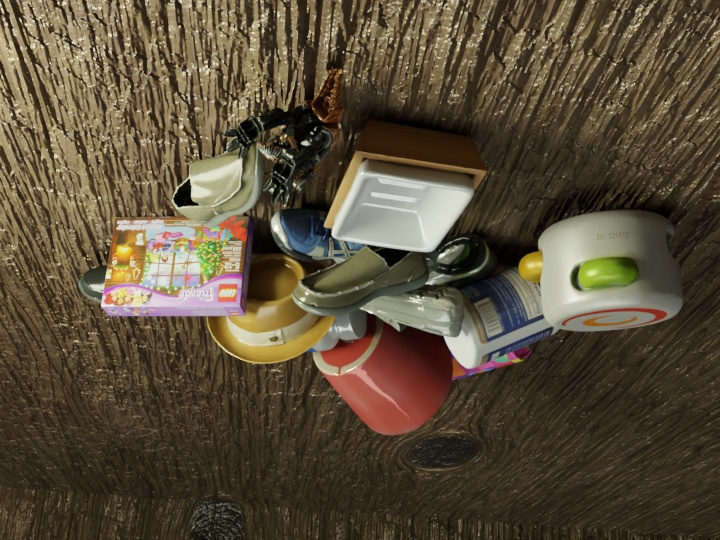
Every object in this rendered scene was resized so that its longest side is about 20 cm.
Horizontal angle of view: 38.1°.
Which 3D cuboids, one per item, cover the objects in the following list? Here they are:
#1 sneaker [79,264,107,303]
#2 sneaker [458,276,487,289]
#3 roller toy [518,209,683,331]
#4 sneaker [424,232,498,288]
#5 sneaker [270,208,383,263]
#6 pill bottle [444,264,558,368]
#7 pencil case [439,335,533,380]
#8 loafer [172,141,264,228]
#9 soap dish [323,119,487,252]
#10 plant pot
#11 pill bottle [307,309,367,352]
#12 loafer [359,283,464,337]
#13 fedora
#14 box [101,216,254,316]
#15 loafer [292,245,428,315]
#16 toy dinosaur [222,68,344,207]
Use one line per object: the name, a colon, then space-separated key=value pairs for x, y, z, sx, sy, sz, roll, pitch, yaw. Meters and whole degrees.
sneaker: x=-0.333 y=0.000 z=1.582 sx=0.197 sy=0.074 sz=0.082 roll=-4 pitch=139 yaw=3
sneaker: x=0.118 y=0.054 z=1.616 sx=0.197 sy=0.077 sz=0.114 roll=-13 pitch=146 yaw=21
roller toy: x=0.327 y=-0.002 z=1.384 sx=0.180 sy=0.142 sz=0.200 roll=5 pitch=163 yaw=-26
sneaker: x=0.112 y=0.005 z=1.516 sx=0.198 sy=0.075 sz=0.081 roll=-12 pitch=155 yaw=35
sneaker: x=-0.035 y=-0.052 z=1.415 sx=0.198 sy=0.077 sz=0.077 roll=11 pitch=151 yaw=-40
pill bottle: x=0.220 y=0.055 z=1.496 sx=0.198 sy=0.112 sz=0.111 roll=-21 pitch=161 yaw=-15
pencil case: x=0.203 y=0.129 z=1.773 sx=0.088 sy=0.089 sz=0.199 roll=21 pitch=149 yaw=-35
loafer: x=-0.179 y=-0.105 z=1.297 sx=0.069 sy=0.076 sz=0.200 roll=11 pitch=155 yaw=-28
soap dish: x=0.050 y=-0.101 z=1.270 sx=0.155 sy=0.082 sz=0.200 roll=8 pitch=155 yaw=-10
plant pot: x=0.027 y=0.145 z=1.715 sx=0.199 sy=0.202 sz=0.177 roll=-13 pitch=142 yaw=33
pill bottle: x=-0.095 y=0.074 z=1.643 sx=0.198 sy=0.114 sz=0.112 roll=-8 pitch=154 yaw=21
loafer: x=0.049 y=0.051 z=1.445 sx=0.198 sy=0.071 sz=0.070 roll=11 pitch=-153 yaw=30
fedora: x=-0.130 y=0.035 z=1.487 sx=0.198 sy=0.202 sz=0.082 roll=-1 pitch=144 yaw=10
box: x=-0.252 y=-0.007 z=1.450 sx=0.197 sy=0.138 sz=0.039 roll=-1 pitch=156 yaw=7
loafer: x=0.000 y=0.000 z=1.368 sx=0.198 sy=0.075 sz=0.070 roll=-18 pitch=126 yaw=-28
toy dinosaur: x=-0.071 y=-0.153 z=1.166 sx=0.102 sy=0.135 sz=0.202 roll=33 pitch=134 yaw=26
